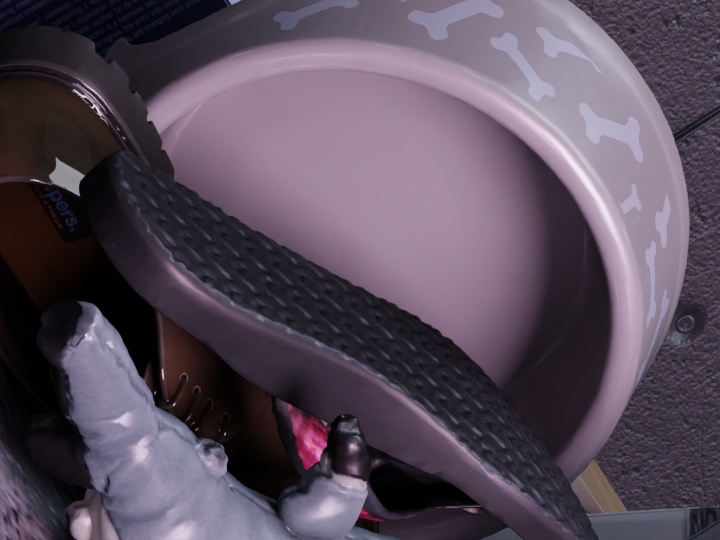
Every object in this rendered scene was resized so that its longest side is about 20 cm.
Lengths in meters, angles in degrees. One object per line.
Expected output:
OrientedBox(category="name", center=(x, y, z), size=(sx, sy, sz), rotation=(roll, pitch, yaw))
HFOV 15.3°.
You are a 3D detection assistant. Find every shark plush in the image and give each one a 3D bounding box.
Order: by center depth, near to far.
OrientedBox(category="shark plush", center=(-0.030, 0.062, 0.690), size=(0.200, 0.083, 0.091), rotation=(55, 5, -34))

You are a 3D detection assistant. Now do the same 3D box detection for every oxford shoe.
OrientedBox(category="oxford shoe", center=(-0.060, 0.034, 0.759), size=(0.200, 0.072, 0.085), rotation=(54, 22, -28))

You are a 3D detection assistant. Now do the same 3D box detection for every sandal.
OrientedBox(category="sandal", center=(-0.009, 0.034, 0.735), size=(0.200, 0.045, 0.075), rotation=(33, 17, -34))

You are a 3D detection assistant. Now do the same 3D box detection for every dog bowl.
OrientedBox(category="dog bowl", center=(0.000, 0.000, 0.815), size=(0.200, 0.199, 0.059), rotation=(56, 22, -21))

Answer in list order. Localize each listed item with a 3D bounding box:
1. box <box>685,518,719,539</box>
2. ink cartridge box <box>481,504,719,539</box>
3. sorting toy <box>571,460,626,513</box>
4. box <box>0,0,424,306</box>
OrientedBox(category="box", center=(0.085, 0.128, 0.767), size=(0.060, 0.199, 0.117), rotation=(58, 2, -3))
OrientedBox(category="ink cartridge box", center=(0.133, 0.155, 0.858), size=(0.084, 0.199, 0.145), rotation=(55, 35, -57))
OrientedBox(category="sorting toy", center=(0.076, 0.103, 1.341), size=(0.199, 0.069, 0.200), rotation=(55, 5, -19))
OrientedBox(category="box", center=(-0.073, -0.059, 0.874), size=(0.200, 0.121, 0.032), rotation=(56, 37, -13))
